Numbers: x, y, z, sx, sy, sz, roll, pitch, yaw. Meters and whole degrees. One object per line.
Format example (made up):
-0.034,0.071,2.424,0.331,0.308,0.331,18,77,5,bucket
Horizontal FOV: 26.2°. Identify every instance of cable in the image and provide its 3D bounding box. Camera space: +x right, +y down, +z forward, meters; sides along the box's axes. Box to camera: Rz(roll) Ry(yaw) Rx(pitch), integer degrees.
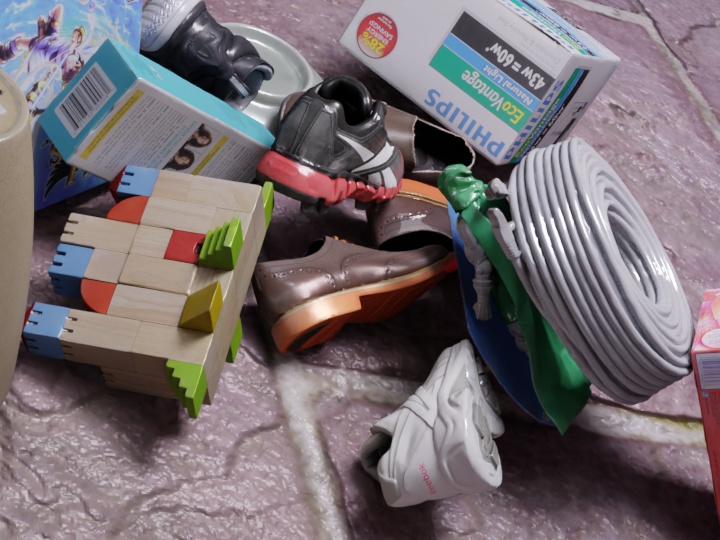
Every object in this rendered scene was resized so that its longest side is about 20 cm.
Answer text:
0.178,-0.003,1.138,0.201,0.069,0.200,60,23,-4,cable

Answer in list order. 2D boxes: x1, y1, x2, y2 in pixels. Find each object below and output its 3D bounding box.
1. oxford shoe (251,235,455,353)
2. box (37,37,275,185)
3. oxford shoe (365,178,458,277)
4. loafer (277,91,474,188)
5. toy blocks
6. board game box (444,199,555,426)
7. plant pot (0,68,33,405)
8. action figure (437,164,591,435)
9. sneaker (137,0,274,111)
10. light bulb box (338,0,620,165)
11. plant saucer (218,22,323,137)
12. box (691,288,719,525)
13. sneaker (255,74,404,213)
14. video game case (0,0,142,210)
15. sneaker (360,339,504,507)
0.000,0.000,1.190,0.199,0.071,0.073,-17,71,-47,oxford shoe
-0.139,-0.095,1.143,0.049,0.082,0.199,51,13,30,box
0.098,-0.016,1.304,0.198,0.072,0.073,10,42,-10,oxford shoe
0.019,-0.117,1.332,0.198,0.071,0.074,8,76,-36,loafer
-0.149,0.004,1.062,0.135,0.100,0.202,10,54,8,toy blocks
0.104,0.033,1.210,0.158,0.039,0.202,33,39,-45,board game box
-0.272,-0.030,0.926,0.185,0.201,0.188,19,35,-14,plant pot
0.112,0.010,1.137,0.201,0.054,0.118,62,28,-12,action figure
-0.135,-0.174,1.257,0.114,0.076,0.200,43,0,-15,sneaker
0.116,-0.207,1.460,0.198,0.125,0.200,39,17,13,light bulb box
-0.097,-0.166,1.359,0.198,0.050,0.201,20,36,-15,plant saucer
0.316,0.118,1.160,0.101,0.202,0.095,-5,26,23,box
-0.008,-0.100,1.198,0.070,0.099,0.200,26,13,20,sneaker
-0.234,-0.132,1.097,0.045,0.183,0.199,23,30,25,video game case
0.046,0.109,1.096,0.200,0.098,0.079,-57,125,-77,sneaker
